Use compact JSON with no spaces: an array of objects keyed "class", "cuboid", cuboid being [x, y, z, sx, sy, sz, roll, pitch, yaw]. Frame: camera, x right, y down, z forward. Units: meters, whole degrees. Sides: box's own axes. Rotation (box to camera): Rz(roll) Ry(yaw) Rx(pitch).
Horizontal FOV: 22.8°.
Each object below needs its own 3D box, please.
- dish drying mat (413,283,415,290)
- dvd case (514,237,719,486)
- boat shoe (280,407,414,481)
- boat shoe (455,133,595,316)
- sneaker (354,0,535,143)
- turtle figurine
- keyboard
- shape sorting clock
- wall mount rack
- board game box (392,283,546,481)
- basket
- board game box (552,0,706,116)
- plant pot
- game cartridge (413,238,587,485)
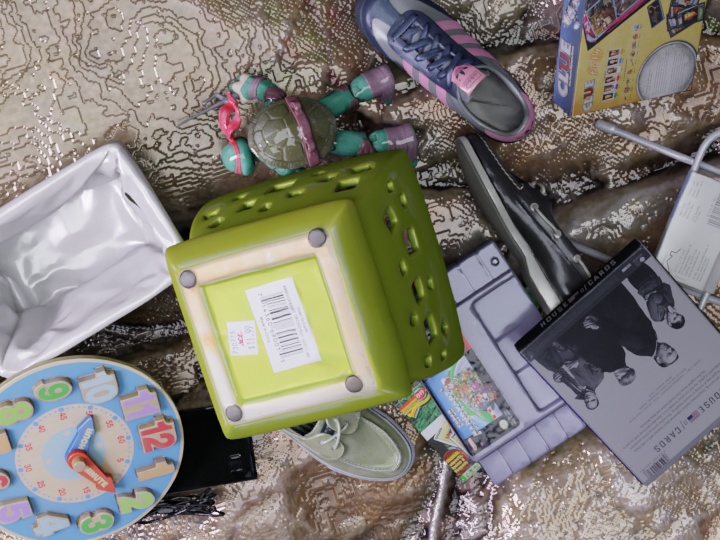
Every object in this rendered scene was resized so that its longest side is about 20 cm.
[{"class":"dish drying mat","cuboid":[0.000,0.000,1.673,0.200,0.018,0.077,34,92,-9]},{"class":"dvd case","cuboid":[0.259,0.088,1.647,0.150,0.025,0.200,-41,114,6]},{"class":"boat shoe","cuboid":[-0.039,0.144,1.668,0.199,0.062,0.072,27,95,-8]},{"class":"boat shoe","cuboid":[0.156,-0.046,1.647,0.060,0.074,0.200,-31,87,-4]},{"class":"sneaker","cuboid":[0.082,-0.190,1.620,0.200,0.082,0.070,36,94,-9]},{"class":"turtle figurine","cuboid":[-0.056,-0.116,1.607,0.199,0.101,0.150,-16,92,-11]},{"class":"keyboard","cuboid":[-0.198,0.191,1.682,0.199,0.040,0.105,-8,77,-2]},{"class":"shape sorting clock","cuboid":[-0.255,0.164,1.592,0.199,0.039,0.201,-10,121,-17]},{"class":"wall mount rack","cuboid":[0.284,-0.051,1.668,0.173,0.075,0.201,20,96,-12]},{"class":"board game box","cuboid":[0.138,0.098,1.699,0.200,0.023,0.105,-42,98,2]},{"class":"basket","cuboid":[-0.263,-0.015,1.593,0.200,0.123,0.136,-31,100,-1]},{"class":"board game box","cuboid":[0.246,-0.243,1.588,0.135,0.035,0.201,-13,128,-22]},{"class":"plant pot","cuboid":[-0.043,0.026,1.503,0.198,0.181,0.201,-14,100,18]},{"class":"game cartridge","cuboid":[0.123,0.088,1.669,0.129,0.038,0.200,-34,99,-4]}]
